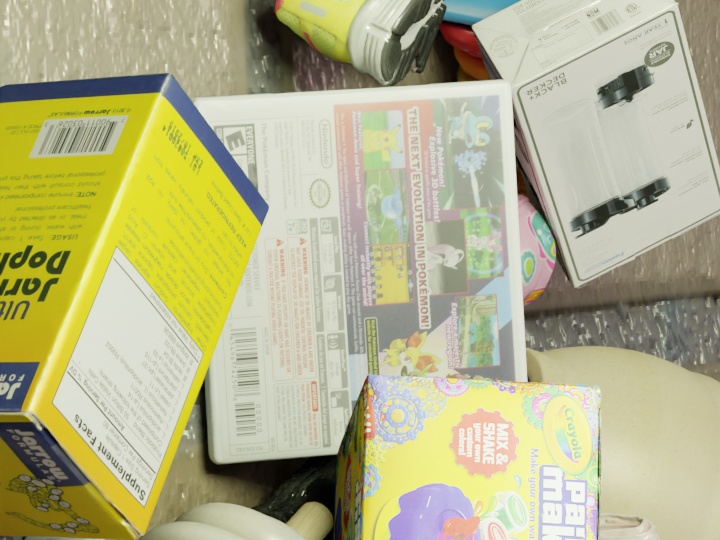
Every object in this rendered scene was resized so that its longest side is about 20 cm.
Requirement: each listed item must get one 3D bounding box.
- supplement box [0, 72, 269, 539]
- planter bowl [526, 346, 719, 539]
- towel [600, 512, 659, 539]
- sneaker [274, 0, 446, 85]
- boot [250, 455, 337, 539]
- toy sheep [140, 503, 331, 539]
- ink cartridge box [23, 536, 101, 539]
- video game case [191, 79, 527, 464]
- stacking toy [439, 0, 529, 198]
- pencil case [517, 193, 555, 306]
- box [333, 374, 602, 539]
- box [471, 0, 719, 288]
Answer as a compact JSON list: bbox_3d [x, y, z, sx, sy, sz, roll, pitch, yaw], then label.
[{"bbox_3d":[-0.141,0.017,1.414,0.109,0.109,0.201,54,45,-42],"label":"supplement box"},{"bbox_3d":[0.123,0.129,1.794,0.134,0.200,0.201,29,62,-24],"label":"planter bowl"},{"bbox_3d":[0.107,0.233,1.738,0.032,0.190,0.201,-42,125,-50],"label":"towel"},{"bbox_3d":[0.003,-0.160,1.691,0.200,0.090,0.079,-35,144,-77],"label":"sneaker"},{"bbox_3d":[-0.014,0.211,1.646,0.158,0.079,0.212,-32,115,-55],"label":"boot"},{"bbox_3d":[-0.072,0.183,1.409,0.200,0.137,0.138,-53,132,-42],"label":"toy sheep"},{"bbox_3d":[-0.157,0.250,1.441,0.200,0.047,0.161,-60,137,-42],"label":"ink cartridge box"},{"bbox_3d":[0.000,0.000,1.615,0.023,0.181,0.201,-169,-104,-77],"label":"video game case"},{"bbox_3d":[0.105,-0.107,1.850,0.116,0.109,0.201,-43,137,-45],"label":"stacking toy"},{"bbox_3d":[0.040,0.000,1.734,0.200,0.087,0.088,-15,102,-58],"label":"pencil case"},{"bbox_3d":[0.050,0.174,1.496,0.193,0.121,0.201,109,-16,-72],"label":"box"},{"bbox_3d":[0.148,-0.090,1.782,0.060,0.116,0.200,60,-3,40],"label":"box"}]
